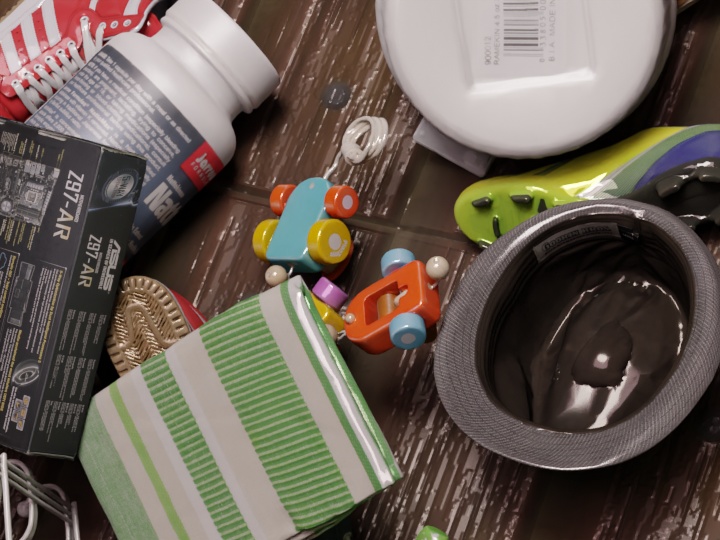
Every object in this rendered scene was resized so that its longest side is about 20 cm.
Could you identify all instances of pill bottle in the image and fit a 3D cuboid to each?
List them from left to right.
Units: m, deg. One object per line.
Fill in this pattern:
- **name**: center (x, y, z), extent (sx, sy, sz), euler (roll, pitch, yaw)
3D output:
- **pill bottle**: center (-0.155, -0.092, 1.808), extent (0.200, 0.120, 0.120), euler (-45, 60, -5)

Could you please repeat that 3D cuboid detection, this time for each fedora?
- **fedora**: center (0.144, 0.054, 1.656), extent (0.176, 0.090, 0.201), euler (12, 63, 21)

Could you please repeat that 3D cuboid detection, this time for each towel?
- **towel**: center (-0.081, 0.111, 1.630), extent (0.200, 0.023, 0.153), euler (-33, 78, 28)

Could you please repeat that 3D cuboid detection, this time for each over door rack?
- **over door rack**: center (-0.207, 0.214, 1.648), extent (0.066, 0.148, 0.201), euler (-22, 68, 7)

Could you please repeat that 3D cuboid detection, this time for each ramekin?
- **ramekin**: center (0.106, -0.166, 1.704), extent (0.200, 0.098, 0.201), euler (1, 101, 4)

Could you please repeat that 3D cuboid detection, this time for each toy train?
- **toy train**: center (0.000, 0.000, 1.717), extent (0.150, 0.056, 0.200), euler (-35, 40, 22)

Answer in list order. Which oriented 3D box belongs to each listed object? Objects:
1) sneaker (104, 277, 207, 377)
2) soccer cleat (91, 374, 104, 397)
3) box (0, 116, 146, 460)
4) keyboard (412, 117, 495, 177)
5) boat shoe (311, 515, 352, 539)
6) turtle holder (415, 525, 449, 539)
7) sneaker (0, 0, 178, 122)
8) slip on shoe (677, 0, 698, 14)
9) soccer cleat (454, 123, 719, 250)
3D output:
- **sneaker**: center (-0.115, 0.099, 1.736), extent (0.071, 0.112, 0.201), euler (-17, 90, 1)
- **soccer cleat**: center (-0.211, 0.050, 1.792), extent (0.078, 0.069, 0.200), euler (-41, 57, -7)
- **box**: center (-0.227, 0.005, 1.700), extent (0.160, 0.043, 0.201), euler (15, 92, 40)
- **keyboard**: center (0.106, -0.161, 1.761), extent (0.056, 0.011, 0.200), euler (29, 101, 1)
- **boat shoe**: center (-0.037, 0.119, 1.659), extent (0.075, 0.062, 0.201), euler (-10, 89, 50)
- **turtle holder**: center (0.057, 0.230, 1.575), extent (0.185, 0.141, 0.132), euler (24, 91, 15)
- **sneaker**: center (-0.206, -0.143, 1.878), extent (0.112, 0.071, 0.200), euler (29, 75, 31)
- **slip on shoe**: center (0.178, -0.195, 1.786), extent (0.200, 0.061, 0.076), euler (-30, 99, 18)
- **soccer cleat**: center (0.161, -0.054, 1.731), extent (0.199, 0.065, 0.084), euler (-9, 33, 19)
